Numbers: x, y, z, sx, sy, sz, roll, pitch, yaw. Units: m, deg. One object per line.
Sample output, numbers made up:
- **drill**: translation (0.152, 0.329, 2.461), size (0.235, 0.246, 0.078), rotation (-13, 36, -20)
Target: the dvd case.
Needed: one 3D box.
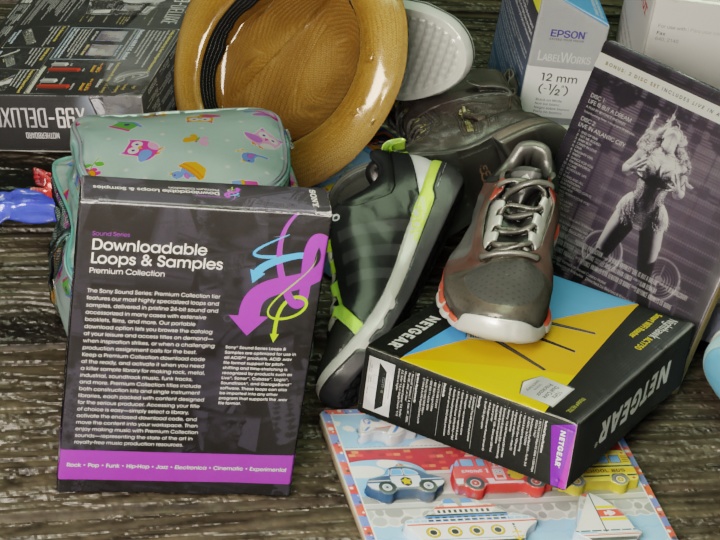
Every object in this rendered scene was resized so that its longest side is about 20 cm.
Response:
- **dvd case**: translation (0.193, -0.038, 1.364), size (0.148, 0.201, 0.016), rotation (28, 14, 27)

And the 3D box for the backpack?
- **backpack**: translation (-0.112, -0.011, 1.267), size (0.174, 0.154, 0.201), rotation (-2, 39, -11)

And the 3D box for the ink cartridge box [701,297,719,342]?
- **ink cartridge box**: translation (0.289, 0.017, 1.446), size (0.198, 0.042, 0.120), rotation (18, 31, 6)

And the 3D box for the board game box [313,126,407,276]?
- **board game box**: translation (-0.037, -0.077, 1.501), size (0.151, 0.037, 0.199), rotation (-23, 44, -40)

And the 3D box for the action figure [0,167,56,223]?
- **action figure**: translation (-0.215, -0.047, 1.386), size (0.198, 0.052, 0.065), rotation (3, 7, -16)

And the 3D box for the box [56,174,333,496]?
- **box**: translation (-0.099, 0.041, 1.146), size (0.142, 0.201, 0.036), rotation (3, 32, -12)

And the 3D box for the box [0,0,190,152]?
- **box**: translation (-0.213, -0.158, 1.529), size (0.156, 0.050, 0.200), rotation (1, 31, 11)

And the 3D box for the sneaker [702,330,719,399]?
- **sneaker**: translation (0.262, 0.107, 1.265), size (0.130, 0.080, 0.200), rotation (-12, 38, -33)

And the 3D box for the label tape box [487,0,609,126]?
- **label tape box**: translation (0.154, -0.199, 1.590), size (0.065, 0.201, 0.144), rotation (6, 32, -9)

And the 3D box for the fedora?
- **fedora**: translation (-0.041, -0.148, 1.441), size (0.200, 0.202, 0.082), rotation (29, 10, 27)

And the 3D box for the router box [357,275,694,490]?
- **router box**: translation (0.111, 0.061, 1.283), size (0.148, 0.051, 0.200), rotation (19, 26, 24)

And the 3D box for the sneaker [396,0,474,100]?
- **sneaker**: translation (0.012, -0.174, 1.509), size (0.199, 0.079, 0.079), rotation (2, 22, 36)

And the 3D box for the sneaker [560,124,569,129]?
- **sneaker**: translation (0.157, -0.054, 1.479), size (0.080, 0.077, 0.200), rotation (-10, 36, -13)

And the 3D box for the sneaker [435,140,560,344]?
- **sneaker**: translation (0.095, -0.026, 1.296), size (0.076, 0.083, 0.200), rotation (10, 30, 2)

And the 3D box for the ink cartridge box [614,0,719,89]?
- **ink cartridge box**: translation (0.240, -0.149, 1.538), size (0.085, 0.201, 0.147), rotation (9, 33, -2)

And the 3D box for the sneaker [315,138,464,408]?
- **sneaker**: translation (0.000, 0.000, 1.313), size (0.082, 0.072, 0.201), rotation (23, 60, 8)

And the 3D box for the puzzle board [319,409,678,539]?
- **puzzle board**: translation (0.086, 0.131, 1.234), size (0.198, 0.018, 0.151), rotation (-1, 34, -17)

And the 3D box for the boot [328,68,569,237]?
- **boot**: translation (0.050, -0.091, 1.461), size (0.198, 0.070, 0.174), rotation (-16, 26, -14)
